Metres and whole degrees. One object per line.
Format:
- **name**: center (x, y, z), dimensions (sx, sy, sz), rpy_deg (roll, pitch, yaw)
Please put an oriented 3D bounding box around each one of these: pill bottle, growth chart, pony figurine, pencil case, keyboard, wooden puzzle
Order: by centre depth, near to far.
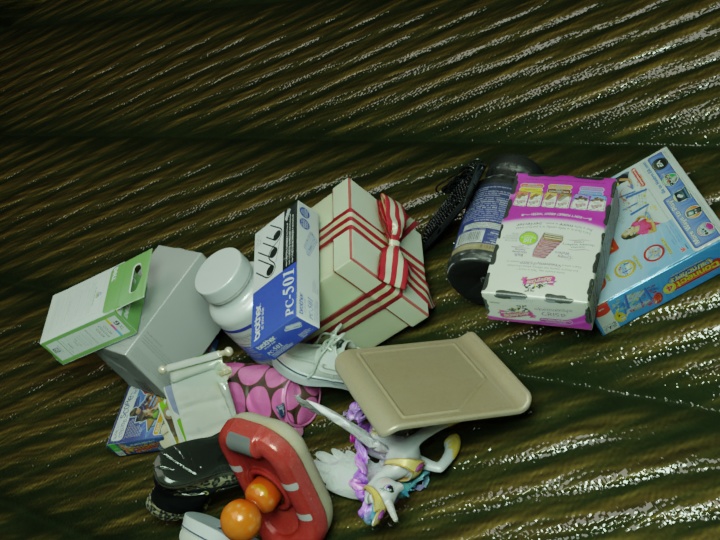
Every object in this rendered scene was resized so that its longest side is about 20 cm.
- **wooden puzzle**: center (0.087, 0.144, 1.388), dimensions (0.198, 0.038, 0.185), rpy_deg (-9, 27, -18)
- **pony figurine**: center (0.024, 0.218, 1.401), dimensions (0.192, 0.168, 0.200), rpy_deg (24, 52, 36)
- **pill bottle**: center (0.195, -0.061, 1.549), dimensions (0.111, 0.112, 0.201), rpy_deg (-4, 50, 34)
- **growth chart**: center (-0.226, 0.217, 1.580), dimensions (0.143, 0.202, 0.018), rpy_deg (-10, 4, 22)
- **pencil case**: center (-0.155, 0.183, 1.609), dimensions (0.199, 0.090, 0.095), rpy_deg (2, 95, 41)
- **keyboard**: center (0.122, -0.099, 1.610), dimensions (0.105, 0.039, 0.200), rpy_deg (-62, 5, -28)
- **pill bottle**: center (-0.150, 0.058, 1.625), dimensions (0.111, 0.200, 0.113), rpy_deg (-23, 41, 21)

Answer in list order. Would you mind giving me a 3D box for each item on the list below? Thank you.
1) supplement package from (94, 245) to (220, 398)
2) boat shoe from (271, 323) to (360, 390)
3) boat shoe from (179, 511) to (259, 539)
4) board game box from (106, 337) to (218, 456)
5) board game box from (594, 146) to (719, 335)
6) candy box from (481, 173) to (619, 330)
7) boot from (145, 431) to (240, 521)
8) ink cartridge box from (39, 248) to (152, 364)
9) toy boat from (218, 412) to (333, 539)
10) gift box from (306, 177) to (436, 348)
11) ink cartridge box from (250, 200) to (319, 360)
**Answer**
- **supplement package**: center (-0.304, 0.078, 1.736), dimensions (0.121, 0.120, 0.201), rpy_deg (10, 58, 46)
- **boat shoe**: center (-0.028, 0.115, 1.513), dimensions (0.200, 0.087, 0.075), rpy_deg (15, 35, 19)
- **boat shoe**: center (-0.171, 0.380, 1.450), dimensions (0.199, 0.071, 0.070), rpy_deg (16, 90, 41)
- **board game box**: center (-0.310, 0.191, 1.752), dimensions (0.134, 0.035, 0.201), rpy_deg (-12, 45, 29)
- **board game box**: center (0.358, -0.041, 1.450), dimensions (0.195, 0.056, 0.201), rpy_deg (-29, 40, 11)
- **candy box**: center (0.244, -0.027, 1.411), dimensions (0.135, 0.061, 0.201), rpy_deg (6, 54, 23)
- **boot**: center (-0.194, 0.278, 1.525), dimensions (0.202, 0.154, 0.074), rpy_deg (-7, 61, -25)
- **ink cartridge box**: center (-0.379, 0.056, 1.670), dimensions (0.199, 0.059, 0.104), rpy_deg (-24, 39, 21)
- **toy boat**: center (-0.122, 0.284, 1.383), dimensions (0.130, 0.201, 0.131), rpy_deg (8, 41, 42)
- **gift box**: center (0.000, 0.000, 1.590), dimensions (0.186, 0.199, 0.186), rpy_deg (-34, 43, 30)
- **ink cartridge box**: center (-0.100, 0.011, 1.495), dimensions (0.094, 0.044, 0.201), rpy_deg (-35, 40, 32)
